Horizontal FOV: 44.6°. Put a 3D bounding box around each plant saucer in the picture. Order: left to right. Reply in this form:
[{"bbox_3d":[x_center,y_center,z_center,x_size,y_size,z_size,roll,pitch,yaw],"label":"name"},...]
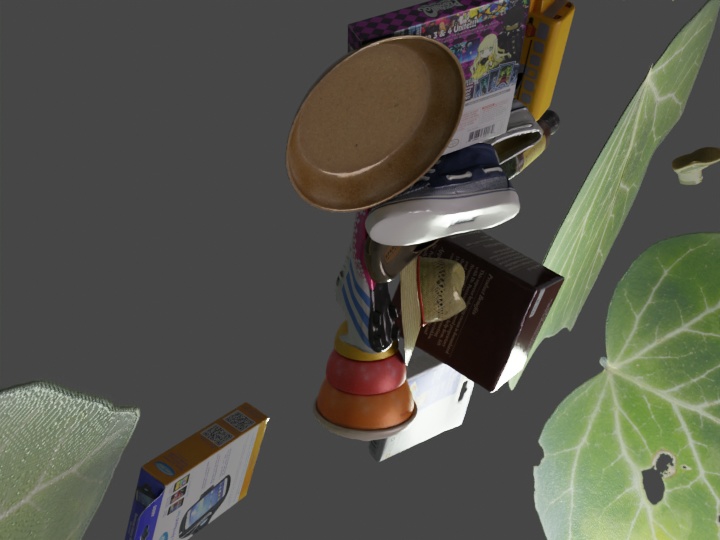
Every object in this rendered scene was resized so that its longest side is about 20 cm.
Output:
[{"bbox_3d":[0.010,-0.146,0.849,0.197,0.036,0.202,-22,143,-17],"label":"plant saucer"}]

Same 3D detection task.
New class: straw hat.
[{"bbox_3d":[0.097,0.026,1.155,0.201,0.083,0.206,-3,90,-85],"label":"straw hat"}]

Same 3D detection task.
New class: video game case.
[{"bbox_3d":[0.077,-0.194,0.912,0.196,0.036,0.183,-22,142,-19],"label":"video game case"}]

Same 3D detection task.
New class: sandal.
[{"bbox_3d":[0.071,-0.061,1.031,0.201,0.053,0.081,-54,128,-36],"label":"sandal"}]

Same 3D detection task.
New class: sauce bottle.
[{"bbox_3d":[0.268,-0.209,1.418,0.199,0.064,0.066,-37,148,-47],"label":"sauce bottle"}]

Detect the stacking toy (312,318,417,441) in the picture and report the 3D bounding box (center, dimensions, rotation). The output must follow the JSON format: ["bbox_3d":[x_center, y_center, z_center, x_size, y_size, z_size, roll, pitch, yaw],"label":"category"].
[{"bbox_3d":[0.009,0.106,1.162,0.145,0.143,0.205,-26,123,-56],"label":"stacking toy"}]

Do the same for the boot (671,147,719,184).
[{"bbox_3d":[1.372,-0.418,3.546,0.154,0.196,0.074,39,43,-50],"label":"boot"}]

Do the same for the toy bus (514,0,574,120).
[{"bbox_3d":[0.236,-0.310,1.197,0.065,0.077,0.203,-44,153,-36],"label":"toy bus"}]

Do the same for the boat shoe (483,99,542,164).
[{"bbox_3d":[0.155,-0.141,1.135,0.199,0.087,0.075,-29,152,-19],"label":"boat shoe"}]

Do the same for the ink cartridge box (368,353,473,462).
[{"bbox_3d":[0.115,0.225,1.545,0.197,0.047,0.201,-19,135,-35],"label":"ink cartridge box"}]

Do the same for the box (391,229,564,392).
[{"bbox_3d":[0.169,0.045,1.313,0.163,0.198,0.169,-13,130,-63],"label":"box"}]

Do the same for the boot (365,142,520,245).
[{"bbox_3d":[0.081,-0.090,0.984,0.196,0.092,0.073,-8,154,-30],"label":"boot"}]

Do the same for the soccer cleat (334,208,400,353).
[{"bbox_3d":[0.000,0.000,1.061,0.069,0.085,0.205,-12,105,-50],"label":"soccer cleat"}]

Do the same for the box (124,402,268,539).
[{"bbox_3d":[-0.183,0.234,0.949,0.199,0.041,0.121,-23,137,-55],"label":"box"}]

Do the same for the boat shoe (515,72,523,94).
[{"bbox_3d":[0.181,-0.246,1.173,0.075,0.061,0.201,-54,159,-22],"label":"boat shoe"}]
